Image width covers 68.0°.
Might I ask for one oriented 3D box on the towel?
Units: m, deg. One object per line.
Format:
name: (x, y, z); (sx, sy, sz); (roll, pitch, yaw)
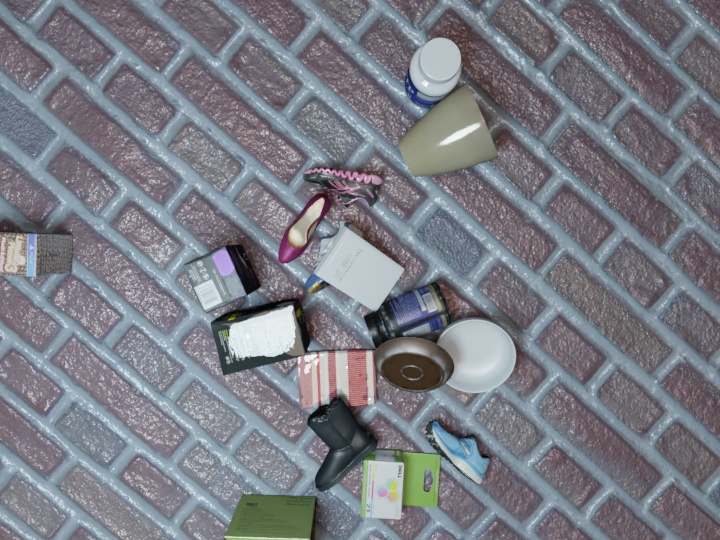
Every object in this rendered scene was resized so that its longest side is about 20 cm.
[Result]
towel: (-0.060, 0.275, 1.359); (0.198, 0.023, 0.146); (-2, 93, -2)

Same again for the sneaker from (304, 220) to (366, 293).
sneaker: (-0.078, -0.035, 1.324); (0.088, 0.075, 0.200); (42, 86, 10)

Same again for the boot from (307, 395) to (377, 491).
boot: (-0.079, 0.428, 1.327); (0.200, 0.076, 0.168); (-41, 100, 4)

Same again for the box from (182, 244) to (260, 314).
box: (-0.318, 0.015, 1.248); (0.105, 0.200, 0.123); (-23, 93, 0)

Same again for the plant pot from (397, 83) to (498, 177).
plant pot: (0.196, -0.308, 1.265); (0.199, 0.187, 0.189); (-24, 94, 14)

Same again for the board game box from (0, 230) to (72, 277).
board game box: (-0.816, -0.042, 1.254); (0.198, 0.159, 0.098); (3, 93, -2)

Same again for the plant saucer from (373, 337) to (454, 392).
plant saucer: (0.127, 0.238, 1.294); (0.198, 0.032, 0.201); (8, 133, 8)

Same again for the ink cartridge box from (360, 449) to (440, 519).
ink cartridge box: (0.103, 0.540, 1.348); (0.198, 0.076, 0.149); (3, 94, 1)

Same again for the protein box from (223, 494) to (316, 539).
protein box: (-0.212, 0.655, 1.287); (0.196, 0.200, 0.136); (2, 93, -1)

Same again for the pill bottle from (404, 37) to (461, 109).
pill bottle: (0.168, -0.456, 1.232); (0.118, 0.200, 0.121); (0, 93, -1)

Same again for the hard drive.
hard drive: (0.000, 0.000, 1.296); (0.199, 0.027, 0.132); (33, 92, -31)

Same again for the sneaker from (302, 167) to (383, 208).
sneaker: (-0.047, -0.202, 1.311); (0.198, 0.079, 0.096); (9, 104, -1)

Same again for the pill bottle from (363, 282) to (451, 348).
pill bottle: (0.114, 0.115, 1.308); (0.198, 0.112, 0.113); (-21, 94, 0)

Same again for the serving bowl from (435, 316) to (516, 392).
serving bowl: (0.282, 0.201, 1.328); (0.198, 0.066, 0.202); (3, 110, 7)

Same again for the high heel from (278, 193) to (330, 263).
high heel: (-0.144, -0.102, 1.297); (0.067, 0.096, 0.201); (31, 92, -3)

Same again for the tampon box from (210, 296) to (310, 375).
tampon box: (-0.234, 0.151, 1.283); (0.198, 0.150, 0.128); (-13, 94, -1)

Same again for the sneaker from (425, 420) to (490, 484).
sneaker: (0.249, 0.447, 1.361); (0.200, 0.078, 0.090); (44, 74, -7)
